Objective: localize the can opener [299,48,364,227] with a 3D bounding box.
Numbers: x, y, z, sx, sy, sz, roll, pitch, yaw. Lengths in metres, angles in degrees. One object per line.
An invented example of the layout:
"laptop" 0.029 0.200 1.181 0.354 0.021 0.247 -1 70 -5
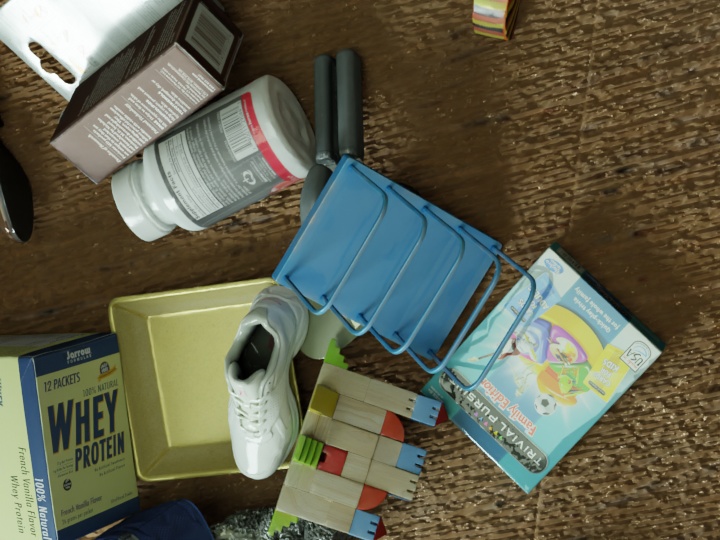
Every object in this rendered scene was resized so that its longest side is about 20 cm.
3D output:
"can opener" -0.025 -0.126 1.549 0.052 0.066 0.202 -8 70 24

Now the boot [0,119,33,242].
"boot" -0.468 -0.082 1.712 0.199 0.064 0.188 -24 78 15

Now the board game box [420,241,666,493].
"board game box" 0.181 0.097 1.560 0.151 0.047 0.200 43 106 7

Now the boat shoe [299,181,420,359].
"boat shoe" 0.002 0.002 1.589 0.073 0.063 0.202 32 102 11

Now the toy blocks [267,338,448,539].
"toy blocks" 0.003 0.187 1.555 0.136 0.100 0.202 19 80 -1

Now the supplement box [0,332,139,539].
"supplement box" -0.362 0.175 1.658 0.198 0.134 0.202 -3 97 31

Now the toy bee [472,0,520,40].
"toy bee" 0.132 -0.321 1.485 0.130 0.109 0.202 -7 96 18

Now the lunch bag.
"lunch bag" -0.240 0.336 1.637 0.200 0.132 0.137 -30 88 51

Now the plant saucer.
"plant saucer" -0.155 0.113 1.658 0.198 0.048 0.202 -7 96 17

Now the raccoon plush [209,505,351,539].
"raccoon plush" -0.069 0.239 1.643 0.133 0.097 0.201 23 78 16

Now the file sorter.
"file sorter" 0.047 0.009 1.490 0.199 0.123 0.139 28 99 -29

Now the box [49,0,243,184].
"box" -0.216 -0.183 1.575 0.199 0.101 0.075 -29 120 32

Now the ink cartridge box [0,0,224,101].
"ink cartridge box" -0.264 -0.265 1.611 0.199 0.057 0.162 -28 120 36

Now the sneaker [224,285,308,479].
"sneaker" -0.108 0.119 1.565 0.077 0.099 0.202 9 104 18

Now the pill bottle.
"pill bottle" -0.151 -0.108 1.593 0.199 0.111 0.111 -25 90 18
